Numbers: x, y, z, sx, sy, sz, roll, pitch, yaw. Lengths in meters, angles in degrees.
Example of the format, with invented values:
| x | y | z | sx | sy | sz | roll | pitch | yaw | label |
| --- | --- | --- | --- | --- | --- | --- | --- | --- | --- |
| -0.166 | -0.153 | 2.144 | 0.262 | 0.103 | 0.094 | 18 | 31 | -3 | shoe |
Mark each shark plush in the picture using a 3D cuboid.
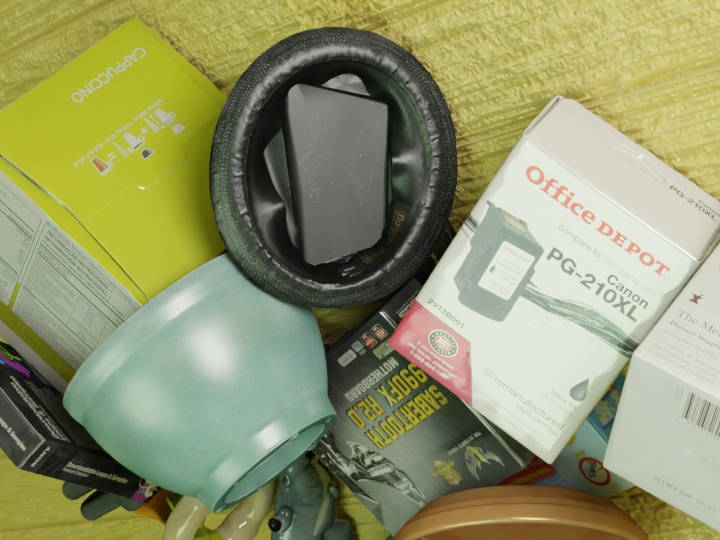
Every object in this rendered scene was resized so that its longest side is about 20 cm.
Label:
| x | y | z | sx | sy | sz | roll | pitch | yaw | label |
| --- | --- | --- | --- | --- | --- | --- | --- | --- | --- |
| -0.053 | 0.219 | 1.626 | 0.091 | 0.083 | 0.200 | 32 | 141 | 17 | shark plush |

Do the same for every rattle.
| x | y | z | sx | sy | sz | roll | pitch | yaw | label |
| --- | --- | --- | --- | --- | --- | --- | --- | --- | --- |
| -0.150 | 0.178 | 1.672 | 0.201 | 0.130 | 0.143 | 94 | 152 | -46 | rattle |

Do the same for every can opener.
| x | y | z | sx | sy | sz | roll | pitch | yaw | label |
| --- | --- | --- | --- | --- | --- | --- | --- | --- | --- |
| -0.222 | 0.192 | 1.603 | 0.053 | 0.067 | 0.200 | 49 | 142 | -6 | can opener |

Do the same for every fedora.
| x | y | z | sx | sy | sz | roll | pitch | yaw | label |
| --- | --- | --- | --- | --- | --- | --- | --- | --- | --- |
| -0.025 | -0.076 | 1.299 | 0.201 | 0.200 | 0.092 | 56 | 174 | -14 | fedora |

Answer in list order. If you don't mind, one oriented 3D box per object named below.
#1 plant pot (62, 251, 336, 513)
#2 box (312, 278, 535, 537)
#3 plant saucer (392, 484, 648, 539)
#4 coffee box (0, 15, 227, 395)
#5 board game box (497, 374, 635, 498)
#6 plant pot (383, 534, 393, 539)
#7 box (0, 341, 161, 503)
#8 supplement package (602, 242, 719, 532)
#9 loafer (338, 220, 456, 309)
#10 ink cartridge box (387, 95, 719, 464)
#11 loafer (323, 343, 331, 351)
| x | y | z | sx | sy | sz | roll | pitch | yaw | label |
| --- | --- | --- | --- | --- | --- | --- | --- | --- | --- |
| -0.102 | 0.094 | 1.331 | 0.134 | 0.200 | 0.200 | 52 | 144 | 12 | plant pot |
| 0.035 | 0.114 | 1.386 | 0.158 | 0.048 | 0.200 | 48 | 143 | -1 | box |
| 0.122 | 0.206 | 1.374 | 0.199 | 0.038 | 0.200 | 1 | 154 | 0 | plant saucer |
| -0.196 | -0.040 | 1.427 | 0.200 | 0.200 | 0.198 | 42 | 143 | 6 | coffee box |
| 0.110 | 0.102 | 1.392 | 0.196 | 0.056 | 0.200 | 49 | 142 | -5 | board game box |
| 0.071 | 0.339 | 1.584 | 0.200 | 0.141 | 0.142 | 37 | 142 | 22 | plant pot |
| -0.251 | 0.117 | 1.433 | 0.143 | 0.036 | 0.200 | 44 | -177 | 27 | box |
| 0.251 | 0.051 | 1.096 | 0.113 | 0.200 | 0.110 | 28 | 140 | 20 | supplement package |
| 0.000 | 0.000 | 1.388 | 0.200 | 0.071 | 0.073 | -21 | 109 | 50 | loafer |
| 0.133 | 0.007 | 1.213 | 0.145 | 0.084 | 0.200 | 36 | 124 | 7 | ink cartridge box |
| -0.034 | 0.088 | 1.523 | 0.199 | 0.063 | 0.072 | 26 | 108 | 15 | loafer |
